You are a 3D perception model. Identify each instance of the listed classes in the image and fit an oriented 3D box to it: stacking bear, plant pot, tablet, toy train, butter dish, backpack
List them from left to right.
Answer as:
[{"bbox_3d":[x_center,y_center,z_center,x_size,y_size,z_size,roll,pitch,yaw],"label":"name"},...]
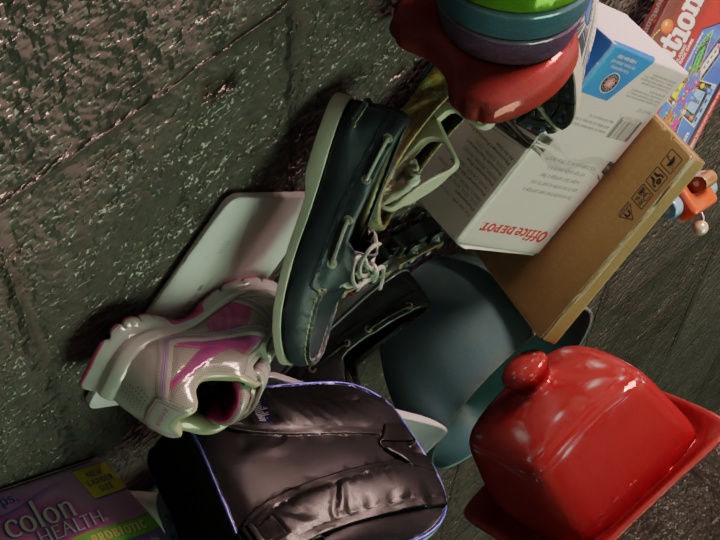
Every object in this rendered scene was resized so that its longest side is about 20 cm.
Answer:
[{"bbox_3d":[-0.110,0.021,1.197,0.200,0.014,0.130,-53,159,22],"label":"tablet"},{"bbox_3d":[-0.051,0.179,1.271,0.199,0.183,0.147,-6,142,-34],"label":"backpack"},{"bbox_3d":[0.000,0.000,1.342,0.200,0.034,0.046,-27,157,-40],"label":"toy train"},{"bbox_3d":[0.094,0.064,1.503,0.200,0.135,0.200,-38,159,-18],"label":"plant pot"},{"bbox_3d":[0.094,-0.211,1.009,0.113,0.122,0.200,-22,143,-22],"label":"stacking bear"},{"bbox_3d":[0.172,0.132,1.403,0.199,0.148,0.200,-39,-159,-14],"label":"butter dish"},{"bbox_3d":[0.251,-0.088,1.493,0.200,0.151,0.056,-22,172,-38],"label":"toy train"}]

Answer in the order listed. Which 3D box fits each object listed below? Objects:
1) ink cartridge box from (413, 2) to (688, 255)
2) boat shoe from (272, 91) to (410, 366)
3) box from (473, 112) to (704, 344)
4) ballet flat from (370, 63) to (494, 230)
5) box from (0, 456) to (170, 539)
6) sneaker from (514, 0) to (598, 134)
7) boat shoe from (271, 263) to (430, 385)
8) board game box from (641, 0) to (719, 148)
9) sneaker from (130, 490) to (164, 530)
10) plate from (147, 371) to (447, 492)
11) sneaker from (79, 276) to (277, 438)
[{"bbox_3d":[0.145,-0.115,1.311,0.200,0.084,0.146,-51,153,19],"label":"ink cartridge box"},{"bbox_3d":[-0.012,-0.022,1.137,0.075,0.062,0.201,-35,141,-73],"label":"boat shoe"},{"bbox_3d":[0.179,-0.064,1.392,0.021,0.164,0.200,18,117,-42],"label":"box"},{"bbox_3d":[0.059,-0.109,1.197,0.200,0.071,0.071,-47,160,5],"label":"ballet flat"},{"bbox_3d":[-0.268,0.258,1.232,0.176,0.097,0.200,-13,142,-56],"label":"box"},{"bbox_3d":[0.132,-0.200,1.149,0.085,0.077,0.200,-59,158,-47],"label":"sneaker"},{"bbox_3d":[-0.020,0.078,1.407,0.200,0.066,0.070,-43,160,-1],"label":"boat shoe"},{"bbox_3d":[0.269,-0.162,1.428,0.103,0.019,0.200,22,99,-32],"label":"board game box"},{"bbox_3d":[-0.129,0.215,1.388,0.200,0.076,0.081,25,110,-38],"label":"sneaker"},{"bbox_3d":[-0.060,0.160,1.412,0.199,0.032,0.200,18,130,-34],"label":"plate"},{"bbox_3d":[-0.101,0.070,1.161,0.200,0.088,0.081,-22,150,-48],"label":"sneaker"}]
